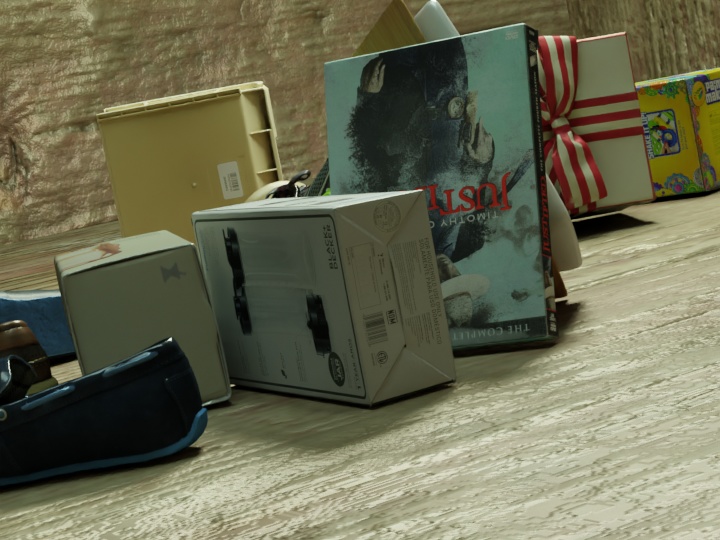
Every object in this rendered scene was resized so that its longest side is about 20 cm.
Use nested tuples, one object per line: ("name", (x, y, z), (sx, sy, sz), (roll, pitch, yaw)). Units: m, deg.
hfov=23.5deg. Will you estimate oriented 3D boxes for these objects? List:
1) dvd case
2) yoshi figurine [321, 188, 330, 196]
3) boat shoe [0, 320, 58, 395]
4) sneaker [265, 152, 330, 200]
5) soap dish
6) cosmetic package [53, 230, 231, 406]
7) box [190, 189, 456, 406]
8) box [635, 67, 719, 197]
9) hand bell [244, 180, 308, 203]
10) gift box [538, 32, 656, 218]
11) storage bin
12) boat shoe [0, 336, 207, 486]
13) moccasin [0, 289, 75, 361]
("dvd case", (0.048, -0.047, 1.100), (0.146, 0.200, 0.022), (-7, -10, 25))
("yoshi figurine", (0.012, -0.007, 1.228), (0.112, 0.112, 0.200), (0, 13, 27))
("boat shoe", (-0.272, 0.064, 1.223), (0.072, 0.068, 0.200), (-15, 7, -34))
("sneaker", (-0.035, -0.050, 1.331), (0.081, 0.075, 0.200), (-32, -23, -49))
("soap dish", (0.071, -0.074, 1.189), (0.081, 0.200, 0.157), (-30, -17, 3))
("cosmetic package", (-0.147, 0.033, 1.134), (0.087, 0.104, 0.200), (-13, 5, -11))
("box", (-0.028, 0.013, 1.045), (0.060, 0.117, 0.200), (-14, 6, -29))
("box", (0.315, -0.145, 1.892), (0.192, 0.122, 0.200), (-8, 6, 33))
("hand bell", (-0.025, -0.010, 1.506), (0.104, 0.104, 0.200), (-14, 19, -26))
("gift box", (0.168, -0.118, 1.671), (0.200, 0.185, 0.187), (-15, -2, -4))
("storage bin", (-0.185, -0.103, 1.988), (0.198, 0.200, 0.094), (-10, 7, 3))
("boat shoe", (-0.184, 0.076, 0.946), (0.200, 0.069, 0.084), (-11, 6, -1))
("moccasin", (-0.296, 0.055, 1.393), (0.200, 0.081, 0.068), (3, -8, -37))
